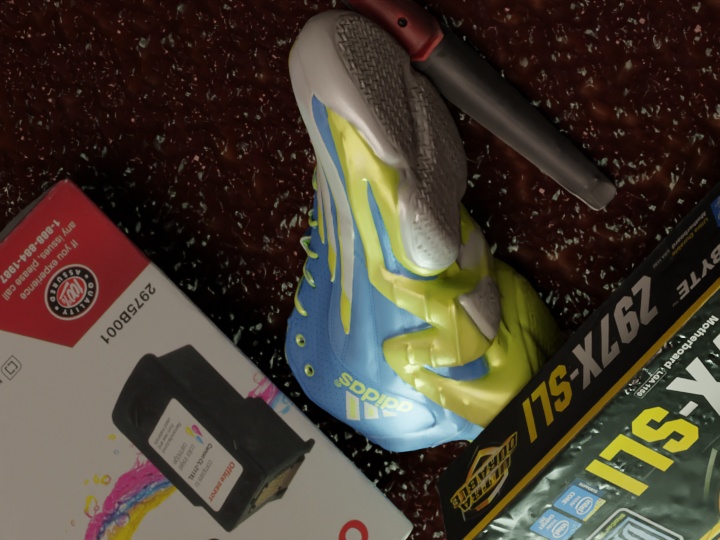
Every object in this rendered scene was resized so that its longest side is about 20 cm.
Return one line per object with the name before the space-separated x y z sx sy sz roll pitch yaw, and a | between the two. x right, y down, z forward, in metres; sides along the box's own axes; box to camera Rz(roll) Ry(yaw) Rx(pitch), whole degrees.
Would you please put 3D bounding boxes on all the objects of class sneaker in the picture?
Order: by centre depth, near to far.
sneaker | 0.000 0.000 0.832 0.104 0.076 0.201 -17 117 25

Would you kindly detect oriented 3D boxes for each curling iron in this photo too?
curling iron | 0.025 -0.095 0.814 0.049 0.026 0.200 -37 102 29

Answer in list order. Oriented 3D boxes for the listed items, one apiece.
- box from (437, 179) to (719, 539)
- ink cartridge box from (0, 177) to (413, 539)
box | 0.149 0.062 0.816 0.159 0.050 0.200 28 120 -25
ink cartridge box | -0.100 0.088 0.860 0.200 0.146 0.083 45 159 -10
